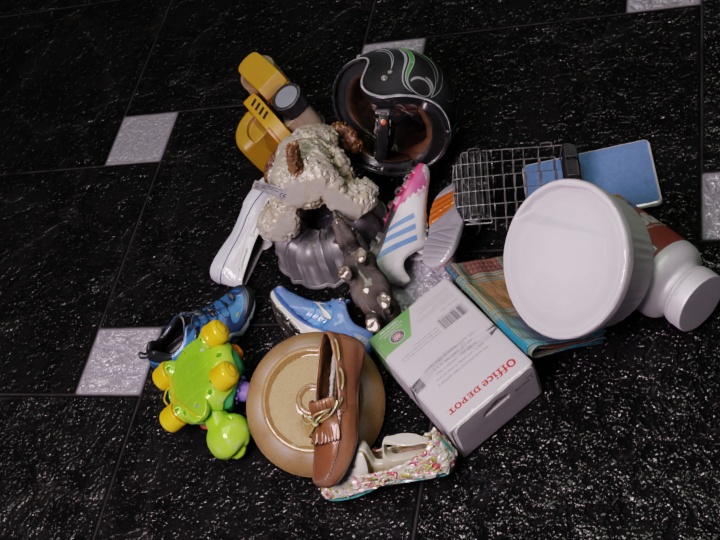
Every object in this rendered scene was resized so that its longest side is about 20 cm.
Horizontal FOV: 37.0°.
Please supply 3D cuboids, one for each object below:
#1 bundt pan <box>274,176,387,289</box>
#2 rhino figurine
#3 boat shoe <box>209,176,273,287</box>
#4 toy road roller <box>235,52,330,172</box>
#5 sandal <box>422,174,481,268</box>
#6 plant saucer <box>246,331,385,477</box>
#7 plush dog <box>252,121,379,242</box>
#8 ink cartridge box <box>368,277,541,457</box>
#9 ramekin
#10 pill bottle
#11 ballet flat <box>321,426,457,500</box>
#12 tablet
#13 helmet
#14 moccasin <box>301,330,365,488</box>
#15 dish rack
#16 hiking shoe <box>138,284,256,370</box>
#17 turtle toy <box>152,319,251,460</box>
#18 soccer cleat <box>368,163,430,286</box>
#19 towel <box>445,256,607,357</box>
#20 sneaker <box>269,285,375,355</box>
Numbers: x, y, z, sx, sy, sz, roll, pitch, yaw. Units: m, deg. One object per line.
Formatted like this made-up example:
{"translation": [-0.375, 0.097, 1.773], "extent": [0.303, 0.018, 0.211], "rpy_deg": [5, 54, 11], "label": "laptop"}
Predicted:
{"translation": [-0.055, -0.073, 1.702], "extent": [0.198, 0.076, 0.204], "rpy_deg": [-11, 52, 15], "label": "bundt pan"}
{"translation": [0.000, 0.000, 1.554], "extent": [0.059, 0.087, 0.202], "rpy_deg": [-28, 74, 8], "label": "rhino figurine"}
{"translation": [-0.169, -0.057, 1.751], "extent": [0.066, 0.074, 0.202], "rpy_deg": [21, 73, 17], "label": "boat shoe"}
{"translation": [-0.159, -0.265, 1.866], "extent": [0.146, 0.123, 0.200], "rpy_deg": [-43, 50, 2], "label": "toy road roller"}
{"translation": [0.142, -0.061, 1.620], "extent": [0.078, 0.059, 0.208], "rpy_deg": [-17, 35, 35], "label": "sandal"}
{"translation": [-0.065, 0.181, 1.483], "extent": [0.196, 0.035, 0.204], "rpy_deg": [-2, 75, 6], "label": "plant saucer"}
{"translation": [-0.083, -0.160, 1.638], "extent": [0.197, 0.162, 0.173], "rpy_deg": [-18, 34, 10], "label": "plush dog"}
{"translation": [0.128, 0.130, 1.462], "extent": [0.145, 0.085, 0.200], "rpy_deg": [-37, 50, -7], "label": "ink cartridge box"}
{"translation": [0.289, -0.014, 1.399], "extent": [0.201, 0.093, 0.206], "rpy_deg": [-2, 88, 48], "label": "ramekin"}
{"translation": [0.383, -0.010, 1.446], "extent": [0.112, 0.113, 0.200], "rpy_deg": [-39, 50, -10], "label": "pill bottle"}
{"translation": [0.031, 0.248, 1.414], "extent": [0.197, 0.065, 0.076], "rpy_deg": [-17, 25, 16], "label": "ballet flat"}
{"translation": [0.345, -0.128, 1.619], "extent": [0.197, 0.014, 0.132], "rpy_deg": [-11, 51, 14], "label": "tablet"}
{"translation": [0.056, -0.263, 1.728], "extent": [0.197, 0.202, 0.192], "rpy_deg": [-19, 37, 7], "label": "helmet"}
{"translation": [-0.040, 0.181, 1.412], "extent": [0.073, 0.077, 0.205], "rpy_deg": [-8, 68, 52], "label": "moccasin"}
{"translation": [0.235, -0.120, 1.593], "extent": [0.196, 0.055, 0.155], "rpy_deg": [-3, 51, 7], "label": "dish rack"}
{"translation": [-0.241, 0.090, 1.644], "extent": [0.200, 0.087, 0.074], "rpy_deg": [-45, 51, -15], "label": "hiking shoe"}
{"translation": [-0.213, 0.180, 1.553], "extent": [0.145, 0.101, 0.202], "rpy_deg": [-38, 48, 21], "label": "turtle toy"}
{"translation": [0.075, -0.067, 1.649], "extent": [0.085, 0.070, 0.202], "rpy_deg": [29, 68, -7], "label": "soccer cleat"}
{"translation": [0.227, 0.042, 1.482], "extent": [0.145, 0.022, 0.200], "rpy_deg": [-8, 40, -32], "label": "towel"}
{"translation": [-0.054, 0.078, 1.594], "extent": [0.199, 0.079, 0.089], "rpy_deg": [34, 64, 29], "label": "sneaker"}
